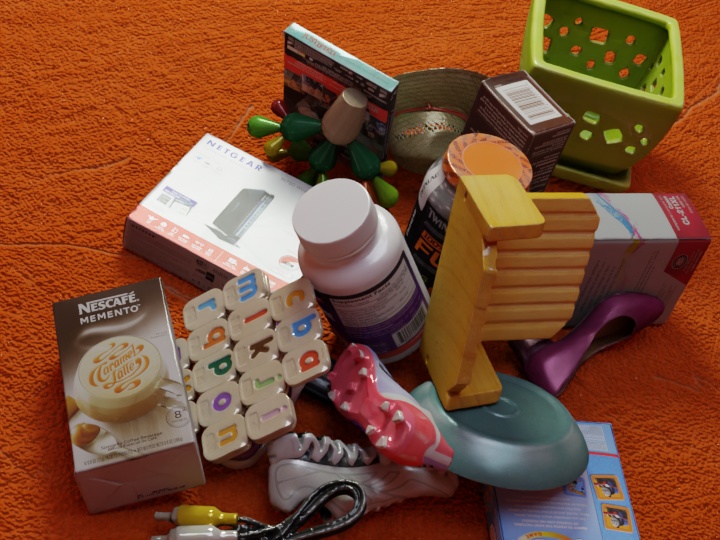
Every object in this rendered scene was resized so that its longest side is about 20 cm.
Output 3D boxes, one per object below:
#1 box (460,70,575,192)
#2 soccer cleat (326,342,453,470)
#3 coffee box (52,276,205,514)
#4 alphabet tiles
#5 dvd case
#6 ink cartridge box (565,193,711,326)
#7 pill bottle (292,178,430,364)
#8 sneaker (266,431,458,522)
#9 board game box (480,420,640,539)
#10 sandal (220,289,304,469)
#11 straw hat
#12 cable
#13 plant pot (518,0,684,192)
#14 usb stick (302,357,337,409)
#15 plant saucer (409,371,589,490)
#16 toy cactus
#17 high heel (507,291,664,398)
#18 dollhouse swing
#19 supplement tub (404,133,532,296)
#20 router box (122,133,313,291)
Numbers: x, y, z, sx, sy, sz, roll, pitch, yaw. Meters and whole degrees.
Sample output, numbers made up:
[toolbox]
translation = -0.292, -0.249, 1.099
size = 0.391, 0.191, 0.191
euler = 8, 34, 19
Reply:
[box]
translation = 0.166, -0.123, 1.582
size = 0.075, 0.200, 0.100
euler = -18, 56, -34
[soccer cleat]
translation = 0.026, 0.134, 1.319
size = 0.076, 0.067, 0.200
euler = 32, 6, -27
[coffee box]
translation = -0.224, 0.116, 1.291
size = 0.114, 0.080, 0.200
euler = -14, 51, -7
[alphabet tiles]
translation = -0.122, 0.092, 1.334
size = 0.195, 0.015, 0.200
euler = -27, 48, 14
[dvd case]
translation = -0.028, -0.193, 1.589
size = 0.146, 0.200, 0.022
euler = 31, 64, 12
[ink cartridge box]
translation = 0.277, -0.012, 1.552
size = 0.199, 0.146, 0.083
euler = 0, 47, -19
[pill bottle]
translation = 0.000, 0.000, 1.395
size = 0.111, 0.200, 0.112
euler = -11, 51, 13
[sneaker]
translation = 0.000, 0.209, 1.315
size = 0.199, 0.075, 0.081
euler = 11, 74, -19
[board game box]
translation = 0.200, 0.238, 1.366
size = 0.151, 0.037, 0.200
euler = 6, 44, -13
[sandal]
translation = -0.093, 0.104, 1.357
size = 0.082, 0.050, 0.203
euler = 16, 61, 1
[straw hat]
translation = 0.081, -0.163, 1.635
size = 0.200, 0.201, 0.085
euler = 3, 69, -16
[cable]
translation = -0.088, 0.243, 1.224
size = 0.199, 0.050, 0.097
euler = -14, 54, -1
[plant pot]
translation = 0.288, -0.226, 1.734
size = 0.198, 0.182, 0.200
euler = 15, 45, -3
[usb stick]
translation = -0.019, 0.123, 1.407
size = 0.199, 0.033, 0.055
euler = 26, 38, 7
[plant saucer]
translation = 0.138, 0.150, 1.363
size = 0.199, 0.036, 0.200
euler = 11, 24, -5
[toy cactus]
translation = -0.029, -0.147, 1.567
size = 0.200, 0.165, 0.102
euler = 37, 47, 4
[high heel]
translation = 0.270, 0.089, 1.512
size = 0.199, 0.068, 0.096
euler = -18, 48, -15
[dollhouse swing]
translation = 0.171, 0.024, 1.367
size = 0.175, 0.201, 0.182
euler = 7, 24, -14
[supplement tub]
translation = 0.114, -0.046, 1.491
size = 0.122, 0.200, 0.123
euler = 9, 45, -9
[router box]
translation = -0.136, -0.049, 1.519
size = 0.199, 0.049, 0.180
euler = 27, 45, 8
